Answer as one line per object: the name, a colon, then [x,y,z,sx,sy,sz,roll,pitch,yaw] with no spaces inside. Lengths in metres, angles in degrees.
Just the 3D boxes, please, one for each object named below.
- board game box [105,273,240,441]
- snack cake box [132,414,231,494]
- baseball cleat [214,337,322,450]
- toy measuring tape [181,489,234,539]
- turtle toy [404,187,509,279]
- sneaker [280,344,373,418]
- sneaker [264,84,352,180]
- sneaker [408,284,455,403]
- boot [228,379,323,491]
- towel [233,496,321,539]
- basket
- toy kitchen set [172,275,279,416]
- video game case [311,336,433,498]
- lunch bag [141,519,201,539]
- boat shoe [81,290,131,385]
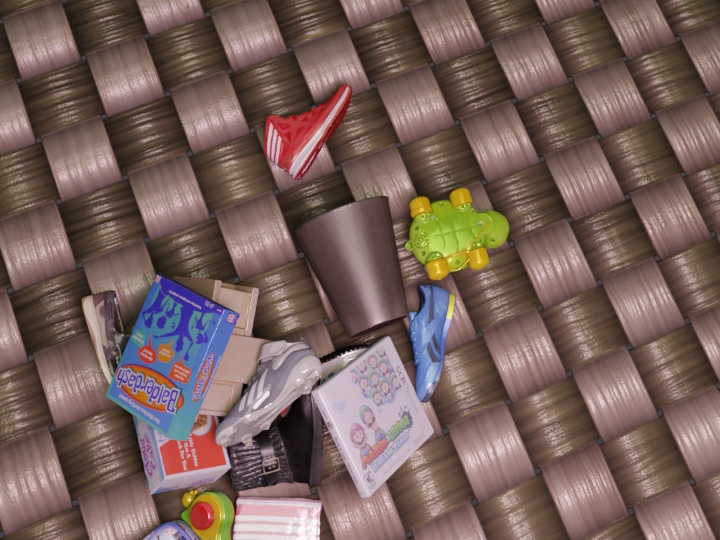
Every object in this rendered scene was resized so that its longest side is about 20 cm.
board game box: [-0.282,0.127,1.209,0.150,0.045,0.204,21,88,30]
snack cake box: [-0.292,0.238,1.284,0.113,0.067,0.203,1,58,-39]
baseball cleat: [-0.150,0.183,1.244,0.198,0.070,0.107,-35,56,-3]
toy measuring tape: [-0.209,0.407,1.275,0.198,0.074,0.074,33,75,27]
turtle toy: [0.171,-0.061,1.421,0.195,0.101,0.149,-13,77,-8]
sneaker: [-0.053,0.196,1.366,0.196,0.070,0.095,-23,93,-9]
sneaker: [-0.104,-0.276,1.468,0.114,0.078,0.202,32,75,3]
sneaker: [0.108,0.123,1.386,0.077,0.066,0.204,16,70,-9]
boot: [-0.136,0.260,1.292,0.154,0.080,0.216,1,108,-5]
towel: [-0.138,0.472,1.306,0.143,0.030,0.205,4,73,-3]
basket: [0.000,0.000,1.381,0.177,0.136,0.204,-20,82,-1]
toy kitchen set: [-0.220,0.126,1.334,0.161,0.179,0.205,13,84,-35]
video game case: [0.025,0.230,1.301,0.199,0.023,0.185,-31,97,-47]
lunch bag: [-0.308,0.501,1.258,0.199,0.076,0.161,-41,81,-9]
boat shoe: [-0.405,0.125,1.348,0.064,0.072,0.203,-24,74,-5]
